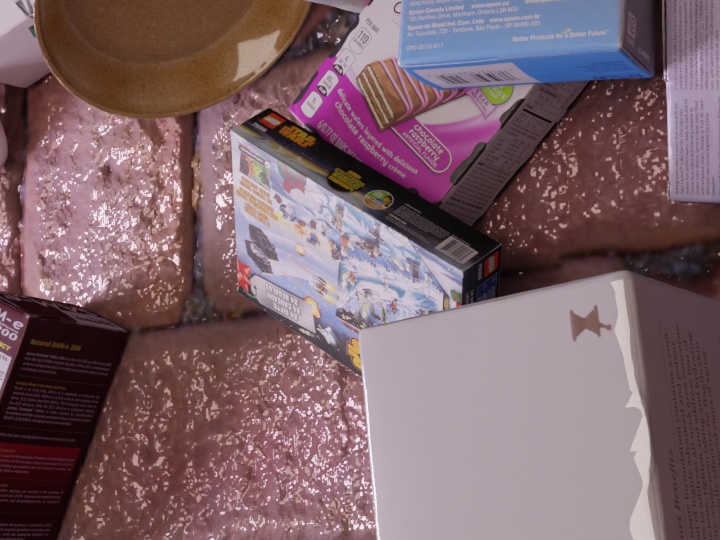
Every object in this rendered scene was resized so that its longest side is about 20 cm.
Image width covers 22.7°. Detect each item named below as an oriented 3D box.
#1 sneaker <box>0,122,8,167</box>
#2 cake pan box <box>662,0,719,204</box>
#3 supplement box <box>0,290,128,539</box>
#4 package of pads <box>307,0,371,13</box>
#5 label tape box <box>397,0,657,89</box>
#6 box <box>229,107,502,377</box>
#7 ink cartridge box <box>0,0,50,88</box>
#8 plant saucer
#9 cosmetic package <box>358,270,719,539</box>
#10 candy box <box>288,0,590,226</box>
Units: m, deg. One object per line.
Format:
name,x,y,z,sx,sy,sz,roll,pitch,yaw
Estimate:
sneaker,-0.315,-0.169,1.380,0.077,0.099,0.201,-22,98,31
cake pan box,0.259,-0.134,0.993,0.183,0.052,0.202,2,100,31
supplement box,-0.250,0.120,1.275,0.061,0.109,0.202,24,95,33
package of pads,-0.012,-0.270,1.138,0.068,0.154,0.202,25,104,37
label tape box,0.103,-0.213,1.057,0.142,0.066,0.202,-1,78,29
box,0.000,0.000,1.130,0.199,0.040,0.138,33,139,31
ink cartridge box,-0.224,-0.249,1.328,0.199,0.084,0.147,-29,68,26
plant saucer,-0.126,-0.193,1.197,0.200,0.199,0.036,-49,46,17
cosmetic package,0.124,0.107,0.983,0.165,0.199,0.169,-13,75,30
candy box,0.064,-0.132,1.140,0.200,0.061,0.136,-51,61,15
